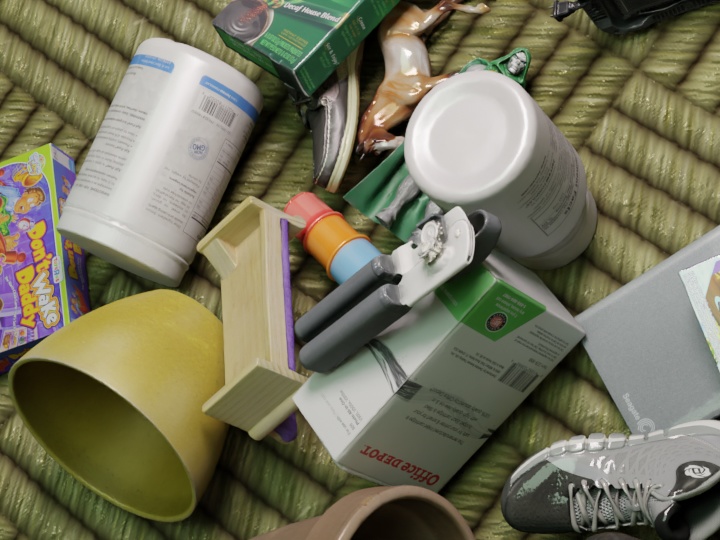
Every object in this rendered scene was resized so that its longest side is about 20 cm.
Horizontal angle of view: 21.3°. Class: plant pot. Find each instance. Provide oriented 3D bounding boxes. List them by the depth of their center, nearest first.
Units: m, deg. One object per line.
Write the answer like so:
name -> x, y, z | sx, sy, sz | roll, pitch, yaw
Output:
plant pot -> -0.022, 0.271, 1.542 | 0.174, 0.200, 0.202 | -4, 68, 44
plant pot -> -0.188, 0.101, 1.687 | 0.199, 0.201, 0.142 | 17, 51, 30

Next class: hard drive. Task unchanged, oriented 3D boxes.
hard drive -> 0.286, 0.047, 1.551 | 0.199, 0.033, 0.140 | -33, 61, 12

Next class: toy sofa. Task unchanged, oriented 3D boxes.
toy sofa -> -0.078, 0.044, 1.652 | 0.083, 0.097, 0.201 | -41, 38, 33

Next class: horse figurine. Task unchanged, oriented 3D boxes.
horse figurine -> 0.060, -0.198, 1.744 | 0.132, 0.050, 0.201 | -8, 70, 17

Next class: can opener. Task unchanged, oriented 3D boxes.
can opener -> 0.027, 0.019, 1.486 | 0.200, 0.066, 0.053 | -35, 49, 33

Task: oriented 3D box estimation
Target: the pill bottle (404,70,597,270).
pill bottle -> 0.123, -0.075, 1.577 | 0.114, 0.200, 0.115 | -9, 67, 23

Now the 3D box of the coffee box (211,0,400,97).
coffee box -> -0.027, -0.261, 1.734 | 0.200, 0.044, 0.123 | -47, 53, -12

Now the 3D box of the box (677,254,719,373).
box -> 0.347, 0.067, 1.475 | 0.136, 0.039, 0.201 | -23, 80, 14

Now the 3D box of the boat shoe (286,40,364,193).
boat shoe -> -0.036, -0.166, 1.754 | 0.066, 0.072, 0.202 | 11, 65, -13

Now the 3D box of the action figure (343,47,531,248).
action figure -> 0.089, -0.113, 1.679 | 0.118, 0.055, 0.201 | 34, 85, -7

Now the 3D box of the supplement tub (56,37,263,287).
supplement tub -> -0.185, -0.101, 1.778 | 0.131, 0.132, 0.201 | 20, 80, 30

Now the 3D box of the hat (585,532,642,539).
hat -> 0.189, 0.253, 1.457 | 0.199, 0.201, 0.081 | -4, 39, 24

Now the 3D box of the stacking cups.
stacking cups -> 0.000, 0.000, 1.689 | 0.061, 0.060, 0.200 | -48, 59, 2

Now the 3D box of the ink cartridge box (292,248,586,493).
ink cartridge box -> 0.063, 0.078, 1.563 | 0.200, 0.146, 0.084 | -48, 51, 11

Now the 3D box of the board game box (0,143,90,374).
board game box -> -0.337, -0.008, 1.866 | 0.134, 0.045, 0.201 | -20, 64, 18

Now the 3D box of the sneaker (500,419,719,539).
sneaker -> 0.205, 0.175, 1.473 | 0.199, 0.075, 0.116 | -17, 20, 8

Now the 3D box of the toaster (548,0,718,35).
toaster -> 0.253, -0.293, 1.651 | 0.199, 0.114, 0.130 | -17, 61, 22
